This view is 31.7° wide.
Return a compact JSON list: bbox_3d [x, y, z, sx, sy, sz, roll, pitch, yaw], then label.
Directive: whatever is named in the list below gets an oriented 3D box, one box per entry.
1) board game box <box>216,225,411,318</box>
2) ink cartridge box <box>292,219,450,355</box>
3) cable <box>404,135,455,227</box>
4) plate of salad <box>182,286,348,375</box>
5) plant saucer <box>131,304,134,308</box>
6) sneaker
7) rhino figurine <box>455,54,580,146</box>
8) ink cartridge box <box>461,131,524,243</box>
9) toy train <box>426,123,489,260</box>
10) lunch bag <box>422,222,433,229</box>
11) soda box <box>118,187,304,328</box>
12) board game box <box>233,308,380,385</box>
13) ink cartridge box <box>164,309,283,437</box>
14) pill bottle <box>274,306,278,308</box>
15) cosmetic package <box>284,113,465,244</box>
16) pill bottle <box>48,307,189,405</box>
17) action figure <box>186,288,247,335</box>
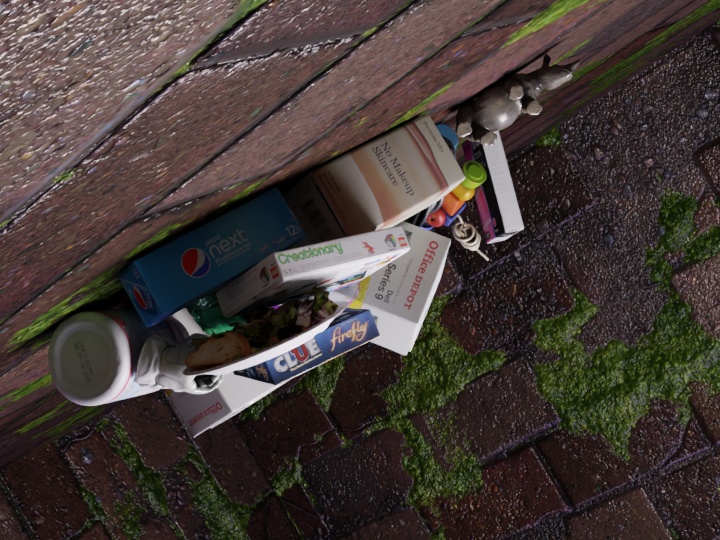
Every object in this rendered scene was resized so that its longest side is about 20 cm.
[{"bbox_3d":[-0.053,0.001,1.459,0.199,0.035,0.126,-14,168,-42],"label":"board game box"},{"bbox_3d":[0.000,0.000,1.633,0.088,0.199,0.146,106,7,-57],"label":"ink cartridge box"},{"bbox_3d":[0.066,-0.114,1.743,0.200,0.051,0.164,-45,-157,33],"label":"cable"},{"bbox_3d":[-0.109,0.065,1.406,0.199,0.048,0.200,-23,-174,3],"label":"plate of salad"},{"bbox_3d":[-0.233,0.018,1.717,0.199,0.032,0.200,-32,177,-2],"label":"plant saucer"},{"bbox_3d":[-0.196,0.120,1.535,0.080,0.076,0.200,13,-177,17],"label":"sneaker"},{"bbox_3d":[0.215,-0.238,1.740,0.199,0.060,0.088,-32,-163,3],"label":"rhino figurine"},{"bbox_3d":[0.187,-0.145,1.843,0.037,0.202,0.095,-11,174,-12],"label":"ink cartridge box"},{"bbox_3d":[0.146,-0.114,1.834,0.085,0.200,0.116,-45,180,-38],"label":"toy train"},{"bbox_3d":[0.021,-0.070,1.950,0.169,0.124,0.200,-33,-168,20],"label":"lunch bag"},{"bbox_3d":[-0.164,-0.016,1.413,0.199,0.068,0.064,-30,179,-32],"label":"soda box"},{"bbox_3d":[-0.072,0.085,1.486,0.135,0.035,0.200,-25,-173,-18],"label":"board game box"},{"bbox_3d":[-0.220,0.118,1.900,0.144,0.201,0.147,-29,178,-38],"label":"ink cartridge box"},{"bbox_3d":[-0.131,0.029,1.826,0.201,0.112,0.112,-57,-168,-32],"label":"pill bottle"},{"bbox_3d":[0.019,-0.103,1.573,0.199,0.104,0.087,-31,178,-33],"label":"cosmetic package"},{"bbox_3d":[-0.286,0.100,1.551,0.108,0.109,0.200,-32,172,16],"label":"pill bottle"},{"bbox_3d":[-0.163,0.052,1.591,0.117,0.055,0.200,-14,161,14],"label":"action figure"}]
